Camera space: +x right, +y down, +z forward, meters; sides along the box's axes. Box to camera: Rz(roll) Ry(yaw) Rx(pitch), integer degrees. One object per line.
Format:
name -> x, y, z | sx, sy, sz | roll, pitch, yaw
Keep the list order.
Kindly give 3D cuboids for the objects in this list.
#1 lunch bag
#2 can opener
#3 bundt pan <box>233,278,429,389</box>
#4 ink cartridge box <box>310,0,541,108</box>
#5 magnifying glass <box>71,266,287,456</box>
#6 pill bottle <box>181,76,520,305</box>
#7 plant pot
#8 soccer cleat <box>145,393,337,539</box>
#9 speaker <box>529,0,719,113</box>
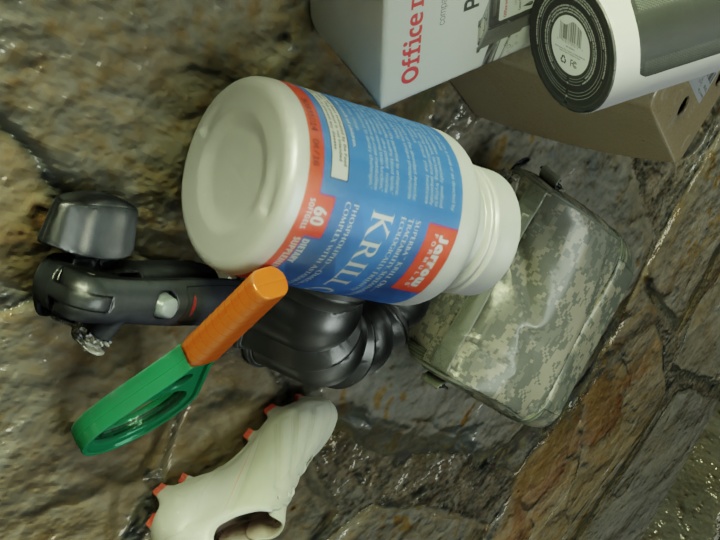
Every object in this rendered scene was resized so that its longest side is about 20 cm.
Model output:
lunch bag -> 0.133, 0.020, 1.155 | 0.202, 0.138, 0.167 | -60, 156, 1
can opener -> -0.115, 0.010, 0.768 | 0.079, 0.063, 0.199 | -62, 155, 6
bundt pan -> 0.000, 0.000, 0.962 | 0.202, 0.075, 0.203 | -43, 152, -30
ink cartridge box -> 0.074, -0.200, 0.782 | 0.198, 0.084, 0.146 | -26, 148, -18
magnifying glass -> -0.105, 0.056, 0.783 | 0.079, 0.023, 0.200 | -17, 163, -47
pill bottle -> 0.002, -0.040, 0.805 | 0.198, 0.112, 0.113 | 10, 111, -40
plant pot -> 0.180, -0.192, 0.965 | 0.202, 0.176, 0.200 | -59, 155, -1
soccer cleat -> -0.072, 0.160, 0.999 | 0.199, 0.077, 0.070 | -31, 144, -46
speaker -> 0.202, -0.158, 0.810 | 0.198, 0.081, 0.082 | -19, 138, -26
